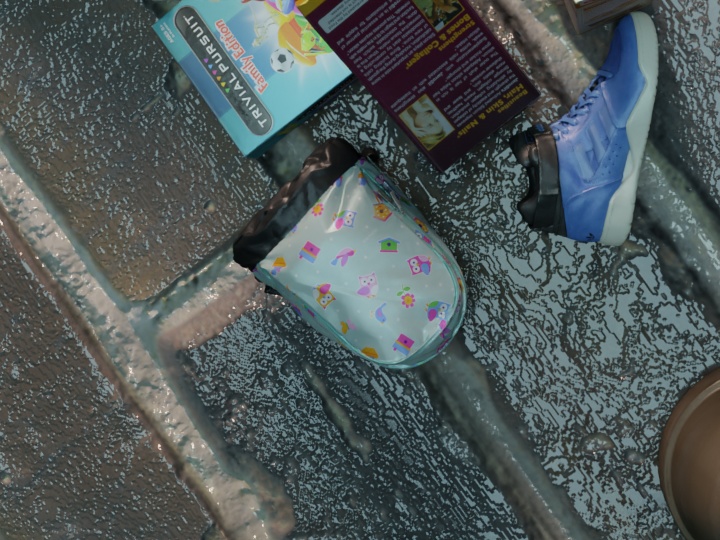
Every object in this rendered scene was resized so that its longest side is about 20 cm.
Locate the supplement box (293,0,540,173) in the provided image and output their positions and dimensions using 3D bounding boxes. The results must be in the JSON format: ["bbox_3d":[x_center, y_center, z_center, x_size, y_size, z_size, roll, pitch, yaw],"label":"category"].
[{"bbox_3d":[0.044,-0.195,0.982,0.110,0.086,0.200,-38,119,11],"label":"supplement box"}]

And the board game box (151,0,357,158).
[{"bbox_3d":[-0.066,-0.222,1.066,0.200,0.047,0.151,-37,87,12],"label":"board game box"}]

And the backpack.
[{"bbox_3d":[0.000,0.000,1.032,0.200,0.127,0.167,43,98,2],"label":"backpack"}]

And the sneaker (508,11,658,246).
[{"bbox_3d":[0.187,-0.126,1.007,0.111,0.077,0.201,8,103,1],"label":"sneaker"}]

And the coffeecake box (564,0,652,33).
[{"bbox_3d":[0.178,-0.283,0.933,0.073,0.200,0.154,-21,91,12],"label":"coffeecake box"}]

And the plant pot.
[{"bbox_3d":[0.349,0.180,0.954,0.199,0.174,0.201,1,94,12],"label":"plant pot"}]
